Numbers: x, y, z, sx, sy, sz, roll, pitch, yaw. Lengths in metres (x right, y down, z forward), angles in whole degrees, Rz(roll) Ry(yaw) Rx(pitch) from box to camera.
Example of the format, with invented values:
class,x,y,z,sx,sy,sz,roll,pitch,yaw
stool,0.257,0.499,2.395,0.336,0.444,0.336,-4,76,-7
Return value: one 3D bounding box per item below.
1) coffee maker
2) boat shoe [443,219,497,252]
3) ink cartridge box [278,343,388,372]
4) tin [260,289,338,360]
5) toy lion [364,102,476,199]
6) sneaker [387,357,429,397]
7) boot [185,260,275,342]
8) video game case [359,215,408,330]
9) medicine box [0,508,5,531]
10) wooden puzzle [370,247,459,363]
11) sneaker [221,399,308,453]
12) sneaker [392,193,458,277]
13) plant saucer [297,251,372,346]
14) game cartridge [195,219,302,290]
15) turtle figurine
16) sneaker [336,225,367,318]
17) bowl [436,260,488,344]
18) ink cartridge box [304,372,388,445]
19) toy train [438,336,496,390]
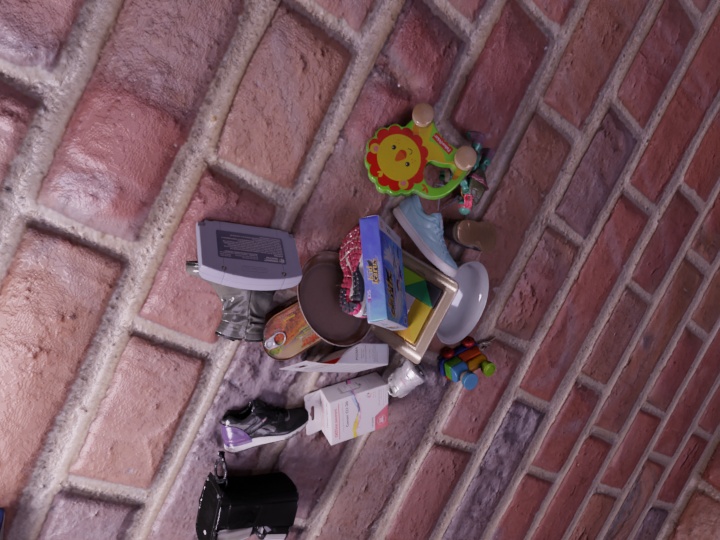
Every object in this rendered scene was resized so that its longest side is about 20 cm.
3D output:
class,x,y,z,sx,sy,sz,roll,pitch,yaw
coffee maker,-0.237,0.504,1.138,0.195,0.135,0.196,11,116,-37
boat shoe,0.265,-0.087,1.253,0.196,0.064,0.075,4,98,-48
ink cartridge box,-0.059,0.188,1.122,0.194,0.159,0.049,8,71,-29
tin,-0.127,0.113,1.129,0.196,0.042,0.115,-28,114,-17
toy lion,0.113,-0.225,1.078,0.200,0.069,0.192,44,86,5
sneaker,0.105,0.254,1.241,0.099,0.079,0.200,-39,165,5
boot,-0.257,0.066,1.009,0.196,0.067,0.135,22,82,-34
video game case,0.052,0.012,1.074,0.181,0.044,0.208,29,55,-68
medicine box,-0.747,0.537,0.907,0.194,0.103,0.189,8,104,-30
wooden puzzle,0.099,0.074,1.161,0.205,0.182,0.037,-63,157,7
sneaker,-0.206,0.324,1.141,0.194,0.075,0.091,-12,107,-24
sneaker,0.157,-0.080,1.133,0.082,0.074,0.201,-41,85,16
plant saucer,-0.054,0.061,1.098,0.195,0.032,0.207,17,60,-31
game cartridge,-0.209,-0.026,0.984,0.194,0.137,0.042,7,142,-29
turtle figurine,0.240,-0.197,1.169,0.205,0.098,0.150,-66,154,-13
sneaker,0.000,0.000,1.104,0.073,0.079,0.208,21,65,-41
bowl,0.214,0.063,1.249,0.197,0.089,0.208,-19,121,-35
ink cartridge box,-0.032,0.331,1.236,0.194,0.067,0.121,-12,112,-24
toy train,0.311,0.232,1.356,0.195,0.115,0.087,-22,117,-19
